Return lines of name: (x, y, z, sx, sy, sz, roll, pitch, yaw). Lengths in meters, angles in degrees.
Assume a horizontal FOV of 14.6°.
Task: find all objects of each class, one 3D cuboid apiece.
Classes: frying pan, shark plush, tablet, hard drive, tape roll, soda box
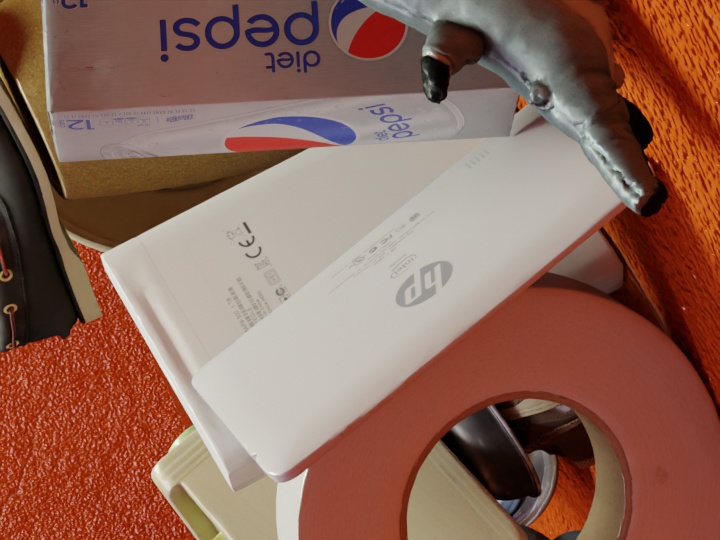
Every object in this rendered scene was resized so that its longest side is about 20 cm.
frying pan: (0.021, 0.035, 1.317, 0.190, 0.031, 0.115, 53, 171, -9)
shark plush: (0.051, -0.084, 1.096, 0.200, 0.083, 0.091, 57, 153, 21)
tablet: (0.023, 0.004, 1.181, 0.014, 0.200, 0.130, 53, 175, -25)
hard drive: (0.000, 0.000, 1.274, 0.132, 0.199, 0.027, 57, 169, 30)
tape roll: (0.063, 0.099, 1.218, 0.203, 0.202, 0.037, 66, 169, -20)
soda box: (-0.034, -0.091, 1.194, 0.063, 0.199, 0.069, 97, 168, -73)

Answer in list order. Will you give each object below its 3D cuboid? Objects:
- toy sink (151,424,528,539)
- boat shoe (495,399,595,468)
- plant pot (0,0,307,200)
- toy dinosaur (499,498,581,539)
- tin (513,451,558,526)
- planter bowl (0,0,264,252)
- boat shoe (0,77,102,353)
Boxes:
toy sink: (-0.020, 0.109, 1.341, 0.200, 0.112, 0.130, 47, 171, 21)
boat shoe: (0.098, 0.056, 1.342, 0.075, 0.075, 0.202, 42, 173, -8)
plant pot: (-0.075, -0.121, 1.352, 0.187, 0.199, 0.187, 60, 170, 19)
toy dinosaur: (0.067, 0.162, 1.462, 0.181, 0.105, 0.201, 3, 124, 52)
tin: (0.037, 0.060, 1.500, 0.042, 0.111, 0.201, -85, -23, -58)
planter bowl: (-0.104, -0.104, 1.521, 0.201, 0.200, 0.135, 62, 180, 2)
boat shoe: (-0.180, -0.038, 1.355, 0.202, 0.063, 0.074, 75, 167, -45)
